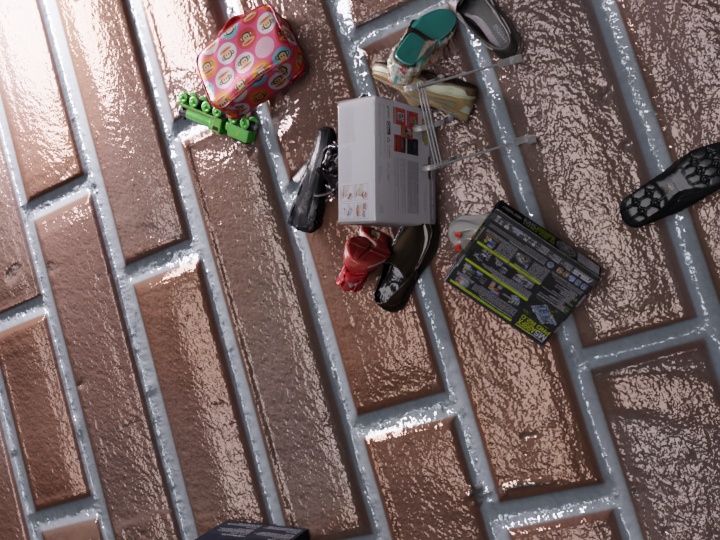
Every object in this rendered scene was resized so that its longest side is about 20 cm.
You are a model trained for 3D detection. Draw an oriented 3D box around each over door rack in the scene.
[{"bbox_3d":[0.180,-0.259,1.338,0.198,0.067,0.149,-16,104,-4],"label":"over door rack"}]

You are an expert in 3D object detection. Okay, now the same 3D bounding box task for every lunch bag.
[{"bbox_3d":[-0.217,-0.406,1.535,0.199,0.082,0.177,-31,69,15],"label":"lunch bag"}]

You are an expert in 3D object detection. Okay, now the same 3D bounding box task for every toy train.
[{"bbox_3d":[-0.288,-0.305,1.611,0.199,0.042,0.057,25,112,22],"label":"toy train"}]

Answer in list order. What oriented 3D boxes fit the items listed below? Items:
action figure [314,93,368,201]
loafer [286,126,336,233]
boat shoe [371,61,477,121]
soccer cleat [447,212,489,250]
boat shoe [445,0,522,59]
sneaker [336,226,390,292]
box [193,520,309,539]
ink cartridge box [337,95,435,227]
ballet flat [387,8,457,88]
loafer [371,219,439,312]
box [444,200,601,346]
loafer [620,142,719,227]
[{"bbox_3d":[-0.007,-0.207,1.438,0.102,0.118,0.201,30,97,38],"label":"action figure"},{"bbox_3d":[-0.093,-0.171,1.505,0.070,0.068,0.202,17,103,16],"label":"loafer"},{"bbox_3d":[0.104,-0.310,1.413,0.199,0.072,0.077,24,117,24],"label":"boat shoe"},{"bbox_3d":[0.247,-0.058,1.354,0.198,0.078,0.070,12,133,11],"label":"soccer cleat"},{"bbox_3d":[0.201,-0.439,1.364,0.067,0.057,0.201,-43,75,20],"label":"boat shoe"},{"bbox_3d":[0.000,0.000,1.405,0.078,0.200,0.116,24,108,6],"label":"sneaker"},{"bbox_3d":[-0.222,0.561,1.528,0.198,0.182,0.105,-3,91,25],"label":"box"},{"bbox_3d":[0.047,-0.175,1.354,0.083,0.175,0.202,0,89,39],"label":"ink cartridge box"},{"bbox_3d":[0.098,-0.378,1.369,0.075,0.200,0.064,35,143,8],"label":"ballet flat"},{"bbox_3d":[0.079,-0.015,1.427,0.073,0.071,0.202,25,102,22],"label":"loafer"},{"bbox_3d":[0.261,0.006,1.305,0.199,0.044,0.161,33,122,1],"label":"box"},{"bbox_3d":[0.489,-0.131,1.224,0.200,0.070,0.069,-31,78,19],"label":"loafer"}]
